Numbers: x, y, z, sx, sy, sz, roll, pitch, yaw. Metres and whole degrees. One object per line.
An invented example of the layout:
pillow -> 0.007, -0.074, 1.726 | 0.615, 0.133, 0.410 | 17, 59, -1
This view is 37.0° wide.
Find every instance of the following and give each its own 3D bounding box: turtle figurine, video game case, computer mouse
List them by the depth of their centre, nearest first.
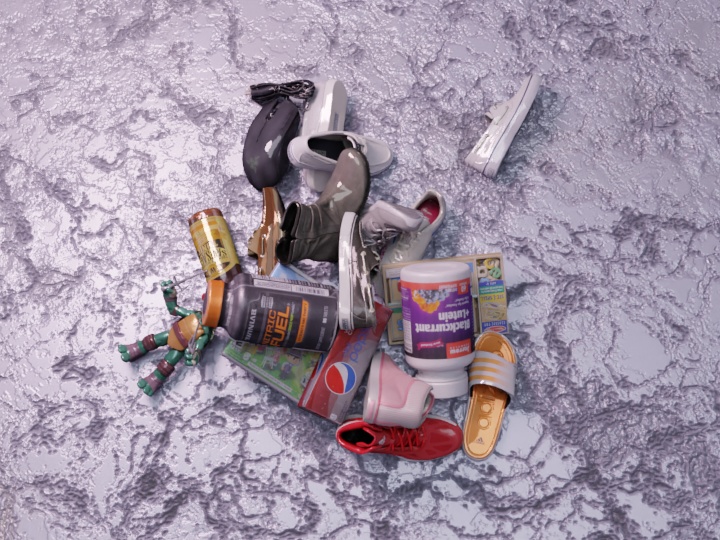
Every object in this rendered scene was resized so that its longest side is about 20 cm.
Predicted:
turtle figurine -> -0.286, 0.102, 1.719 | 0.200, 0.101, 0.150 | -40, 56, 12
video game case -> -0.093, 0.110, 1.723 | 0.200, 0.022, 0.182 | 34, 77, -10
computer mouse -> -0.159, -0.237, 1.832 | 0.138, 0.053, 0.201 | 3, 76, 32

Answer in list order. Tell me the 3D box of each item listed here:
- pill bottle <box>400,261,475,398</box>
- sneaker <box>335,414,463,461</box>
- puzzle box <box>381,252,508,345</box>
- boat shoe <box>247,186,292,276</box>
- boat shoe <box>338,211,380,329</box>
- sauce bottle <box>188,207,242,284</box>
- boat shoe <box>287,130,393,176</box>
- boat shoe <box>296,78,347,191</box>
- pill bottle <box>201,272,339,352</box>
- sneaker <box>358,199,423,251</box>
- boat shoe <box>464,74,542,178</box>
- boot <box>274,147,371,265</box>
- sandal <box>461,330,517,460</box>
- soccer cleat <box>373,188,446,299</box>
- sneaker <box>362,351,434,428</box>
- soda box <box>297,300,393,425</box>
pill bottle -> 0.122, 0.092, 1.682 | 0.111, 0.111, 0.201 | -4, 99, 0
sneaker -> 0.057, 0.264, 1.653 | 0.199, 0.116, 0.079 | -2, 90, 6
puzzle box -> 0.136, 0.046, 1.744 | 0.199, 0.025, 0.134 | -6, 99, -1
boat shoe -> -0.152, -0.040, 1.781 | 0.073, 0.076, 0.201 | -8, 72, 3
boat shoe -> 0.000, 0.000, 1.664 | 0.063, 0.071, 0.201 | -2, 63, 3
sauce bottle -> -0.227, -0.004, 1.775 | 0.066, 0.066, 0.201 | -21, 72, -5
boat shoe -> -0.021, -0.194, 1.787 | 0.199, 0.065, 0.074 | -6, 85, -33
boat shoe -> -0.076, -0.232, 1.846 | 0.068, 0.072, 0.201 | 3, 83, 31
pill bottle -> -0.140, 0.062, 1.648 | 0.199, 0.106, 0.107 | 8, 72, -13
sneaker -> 0.038, -0.066, 1.740 | 0.074, 0.200, 0.082 | 13, 86, -24
boat shoe -> 0.243, -0.257, 1.837 | 0.067, 0.074, 0.201 | 27, 76, 6
boot -> -0.061, -0.099, 1.707 | 0.068, 0.130, 0.201 | 26, 106, 36
sandal -> 0.208, 0.196, 1.701 | 0.079, 0.059, 0.208 | 10, 77, -2
soccer cleat -> 0.078, -0.048, 1.771 | 0.070, 0.086, 0.201 | 27, 76, 9
sneaker -> 0.059, 0.187, 1.656 | 0.104, 0.200, 0.076 | 9, 106, -1
soda box -> -0.025, 0.138, 1.695 | 0.070, 0.063, 0.201 | 27, 78, -10
